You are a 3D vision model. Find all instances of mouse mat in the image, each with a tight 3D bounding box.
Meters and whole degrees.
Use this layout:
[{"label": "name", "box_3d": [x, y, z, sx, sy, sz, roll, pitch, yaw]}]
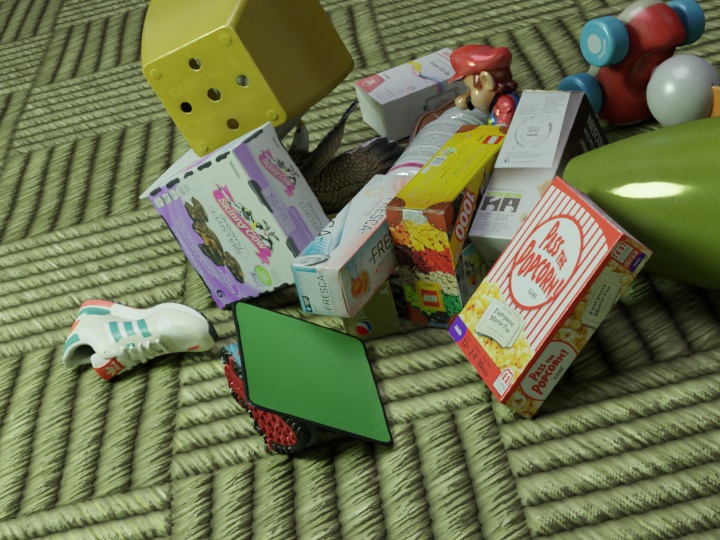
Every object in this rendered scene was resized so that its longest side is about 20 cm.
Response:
[{"label": "mouse mat", "box_3d": [-0.052, 0.102, 1.366, 0.159, 0.008, 0.201, 19, 23, -19]}]

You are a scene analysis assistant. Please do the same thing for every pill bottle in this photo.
[{"label": "pill bottle", "box_3d": [0.103, -0.120, 1.677, 0.112, 0.115, 0.200, 1, 33, 26]}]

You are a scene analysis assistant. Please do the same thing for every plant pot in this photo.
[{"label": "plant pot", "box_3d": [-0.151, -0.251, 1.622, 0.198, 0.201, 0.177, -20, 28, 26]}, {"label": "plant pot", "box_3d": [0.318, -0.071, 1.411, 0.198, 0.189, 0.187, 2, 33, 29]}]

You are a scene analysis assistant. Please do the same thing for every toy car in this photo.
[{"label": "toy car", "box_3d": [0.393, -0.230, 1.737, 0.183, 0.178, 0.201, -17, 54, -33]}]

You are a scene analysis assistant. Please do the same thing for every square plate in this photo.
[{"label": "square plate", "box_3d": [-0.165, -0.156, 1.733, 0.197, 0.029, 0.200, -13, 27, 44]}]

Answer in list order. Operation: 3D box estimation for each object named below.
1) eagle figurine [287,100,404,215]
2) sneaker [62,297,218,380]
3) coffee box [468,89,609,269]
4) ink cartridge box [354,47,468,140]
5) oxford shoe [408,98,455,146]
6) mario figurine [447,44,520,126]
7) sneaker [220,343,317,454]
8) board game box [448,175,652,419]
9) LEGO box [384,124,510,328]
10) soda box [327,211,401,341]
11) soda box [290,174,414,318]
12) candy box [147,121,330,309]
[{"label": "eagle figurine", "box_3d": [-0.060, -0.131, 1.731, 0.198, 0.153, 0.152, -8, 17, 27]}, {"label": "sneaker", "box_3d": [-0.257, 0.089, 1.544, 0.197, 0.071, 0.094, 4, 51, 27]}, {"label": "coffee box", "box_3d": [0.204, -0.088, 1.495, 0.079, 0.115, 0.202, 5, 61, 33]}, {"label": "ink cartridge box", "box_3d": [0.105, -0.268, 1.982, 0.198, 0.068, 0.117, -22, 30, -13]}, {"label": "oxford shoe", "box_3d": [0.119, -0.183, 1.830, 0.070, 0.072, 0.200, 6, 33, 26]}, {"label": "mario figurine", "box_3d": [0.168, -0.186, 1.661, 0.105, 0.201, 0.123, -32, -4, -17]}, {"label": "sneaker", "box_3d": [-0.077, 0.113, 1.387, 0.095, 0.080, 0.200, -21, 29, -16]}, {"label": "board game box", "box_3d": [0.183, 0.024, 1.335, 0.201, 0.046, 0.152, -56, 28, 11]}, {"label": "LEGO box", "box_3d": [0.118, -0.052, 1.513, 0.076, 0.150, 0.200, 6, 35, 32]}, {"label": "soda box", "box_3d": [0.000, 0.000, 1.560, 0.063, 0.068, 0.201, -15, 29, 1]}, {"label": "soda box", "box_3d": [0.005, -0.031, 1.475, 0.068, 0.064, 0.200, 5, 34, 31]}, {"label": "candy box", "box_3d": [-0.134, -0.059, 1.554, 0.071, 0.169, 0.199, -40, 13, -37]}]
